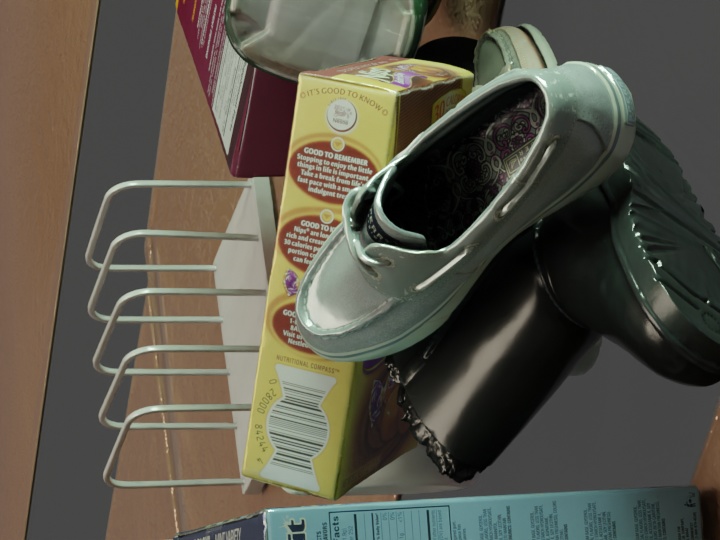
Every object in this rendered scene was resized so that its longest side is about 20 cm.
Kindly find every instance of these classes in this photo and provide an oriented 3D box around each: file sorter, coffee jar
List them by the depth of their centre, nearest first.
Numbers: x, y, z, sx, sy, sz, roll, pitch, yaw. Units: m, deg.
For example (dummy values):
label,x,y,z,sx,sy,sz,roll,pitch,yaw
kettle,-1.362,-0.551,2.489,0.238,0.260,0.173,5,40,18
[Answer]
label,x,y,z,sx,sy,sz,roll,pitch,yaw
coffee jar,-0.007,-0.161,1.318,0.200,0.104,0.086,-69,-6,-72
file sorter,-0.129,0.046,1.779,0.139,0.124,0.201,119,148,-56

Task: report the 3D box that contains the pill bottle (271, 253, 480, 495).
label,x,y,z,sx,sy,sz,roll,pitch,yaw
pill bottle,0.007,0.024,1.356,0.114,0.114,0.201,154,115,-71

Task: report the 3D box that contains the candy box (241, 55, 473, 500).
label,x,y,z,sx,sy,sz,roll,pitch,yaw
candy box,0.000,0.000,1.181,0.117,0.056,0.201,-24,-56,-67

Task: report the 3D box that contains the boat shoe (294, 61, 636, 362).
label,x,y,z,sx,sy,sz,roll,pitch,yaw
boat shoe,0.028,-0.028,1.049,0.201,0.071,0.070,-39,62,32

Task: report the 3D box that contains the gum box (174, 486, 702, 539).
label,x,y,z,sx,sy,sz,roll,pitch,yaw
gum box,0.031,0.131,1.107,0.170,0.199,0.045,153,115,-70

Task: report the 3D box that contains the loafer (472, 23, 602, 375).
label,x,y,z,sx,sy,sz,roll,pitch,yaw
loafer,0.075,-0.040,1.223,0.072,0.063,0.201,115,150,-57

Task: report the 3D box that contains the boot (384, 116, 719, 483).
label,x,y,z,sx,sy,sz,roll,pitch,yaw
boot,0.086,0.029,1.069,0.163,0.073,0.198,-48,28,20

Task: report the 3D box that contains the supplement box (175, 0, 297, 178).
label,x,y,z,sx,sy,sz,roll,pitch,yaw
supplement box,-0.042,-0.148,1.524,0.200,0.110,0.086,-112,28,-49

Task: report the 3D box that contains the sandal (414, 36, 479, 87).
label,x,y,z,sx,sy,sz,roll,pitch,yaw
sandal,0.035,-0.035,1.281,0.043,0.076,0.201,54,-144,-63
